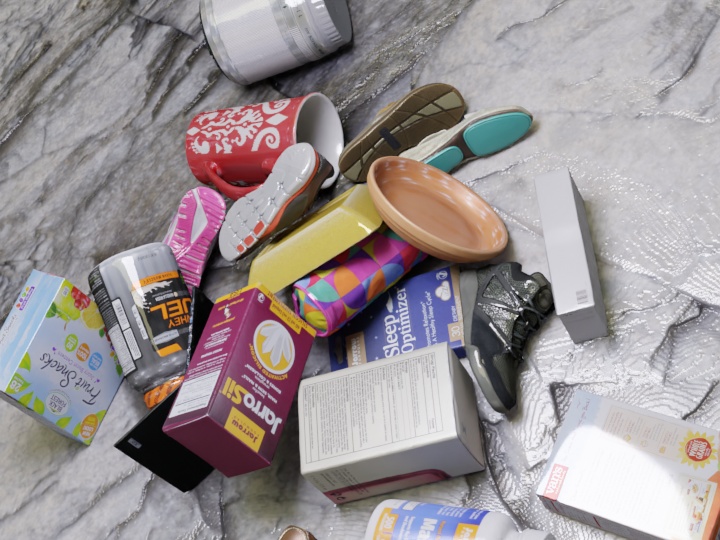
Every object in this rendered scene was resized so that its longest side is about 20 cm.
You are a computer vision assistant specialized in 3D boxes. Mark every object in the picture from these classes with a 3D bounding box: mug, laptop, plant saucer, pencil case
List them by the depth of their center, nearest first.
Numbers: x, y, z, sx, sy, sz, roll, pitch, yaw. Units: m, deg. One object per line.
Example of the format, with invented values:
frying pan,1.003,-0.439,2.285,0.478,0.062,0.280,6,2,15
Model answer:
plant saucer,0.094,-0.073,1.573,0.200,0.199,0.038,54,125,37
laptop,-0.216,0.155,1.575,0.103,0.177,0.201,-12,58,19
pencil case,0.000,0.000,1.579,0.088,0.089,0.200,30,54,35
plant saucer,-0.058,-0.044,1.607,0.199,0.049,0.200,-31,9,15
mug,-0.151,-0.176,1.753,0.199,0.177,0.135,0,105,30

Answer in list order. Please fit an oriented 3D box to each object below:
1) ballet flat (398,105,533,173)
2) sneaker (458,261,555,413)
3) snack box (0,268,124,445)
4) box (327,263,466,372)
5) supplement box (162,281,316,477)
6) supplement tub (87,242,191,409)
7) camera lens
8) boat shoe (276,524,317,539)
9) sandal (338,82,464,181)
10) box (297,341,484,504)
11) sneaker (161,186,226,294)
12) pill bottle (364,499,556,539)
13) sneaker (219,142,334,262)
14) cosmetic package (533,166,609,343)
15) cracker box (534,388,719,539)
ballet flat,0.136,-0.181,1.677,0.199,0.068,0.063,-27,44,9
sneaker,0.185,0.071,1.497,0.114,0.076,0.201,-19,50,22
snack box,-0.404,0.120,1.669,0.067,0.200,0.170,14,68,31
box,0.045,0.075,1.590,0.199,0.032,0.122,-18,56,16
supplement box,-0.141,0.130,1.481,0.085,0.110,0.201,-22,38,40
supplement tub,-0.275,0.075,1.650,0.122,0.122,0.201,-25,83,10
camera lens,-0.131,-0.380,1.859,0.199,0.160,0.161,-17,56,15
boat shoe,-0.106,0.396,1.446,0.075,0.074,0.201,8,66,28
sandal,0.051,-0.200,1.731,0.199,0.080,0.054,-34,31,9
box,0.035,0.185,1.480,0.199,0.109,0.129,-15,55,17
sneaker,-0.249,-0.024,1.765,0.081,0.088,0.201,29,94,-5
pill bottle,0.112,0.319,1.365,0.199,0.112,0.113,1,62,27
sneaker,-0.106,-0.078,1.649,0.200,0.082,0.077,-44,52,21
cosmetic package,0.257,-0.020,1.514,0.050,0.083,0.201,-17,56,19
cracker box,0.310,0.225,1.360,0.199,0.058,0.135,16,69,31
